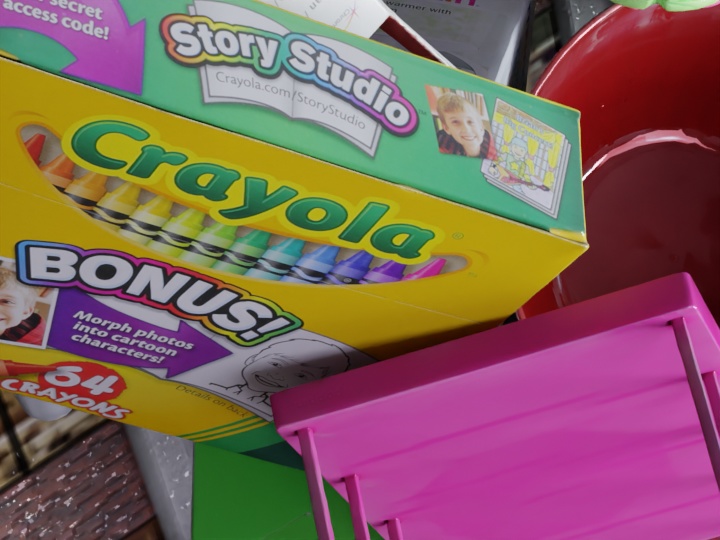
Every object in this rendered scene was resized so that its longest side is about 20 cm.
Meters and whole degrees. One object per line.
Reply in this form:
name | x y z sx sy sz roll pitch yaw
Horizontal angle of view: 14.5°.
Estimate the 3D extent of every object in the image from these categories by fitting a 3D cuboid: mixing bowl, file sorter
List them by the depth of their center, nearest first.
file sorter | 0.077 0.111 0.938 0.139 0.125 0.200 -17 152 12
mixing bowl | 0.137 -0.009 1.105 0.200 0.108 0.200 2 83 -12

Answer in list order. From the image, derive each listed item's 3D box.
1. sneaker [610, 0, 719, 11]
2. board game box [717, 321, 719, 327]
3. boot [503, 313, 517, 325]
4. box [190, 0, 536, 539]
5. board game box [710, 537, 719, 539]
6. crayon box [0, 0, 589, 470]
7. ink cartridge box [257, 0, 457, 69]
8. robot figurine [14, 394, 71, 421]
sneaker | 0.120 -0.183 1.071 0.077 0.200 0.084 2 135 -4
board game box | 0.100 0.090 1.189 0.200 0.019 0.103 -32 148 -14
boot | 0.129 0.022 1.255 0.200 0.070 0.132 -54 144 -39
box | 0.000 0.000 1.086 0.177 0.097 0.200 -66 163 -56
board game box | 0.071 0.150 1.250 0.096 0.200 0.030 -39 109 -35
crayon box | -0.058 -0.015 0.883 0.200 0.058 0.173 17 146 -23
ink cartridge box | -0.058 -0.117 0.943 0.045 0.200 0.176 -49 138 0
robot figurine | -0.127 -0.038 1.000 0.170 0.113 0.200 -29 134 -13
